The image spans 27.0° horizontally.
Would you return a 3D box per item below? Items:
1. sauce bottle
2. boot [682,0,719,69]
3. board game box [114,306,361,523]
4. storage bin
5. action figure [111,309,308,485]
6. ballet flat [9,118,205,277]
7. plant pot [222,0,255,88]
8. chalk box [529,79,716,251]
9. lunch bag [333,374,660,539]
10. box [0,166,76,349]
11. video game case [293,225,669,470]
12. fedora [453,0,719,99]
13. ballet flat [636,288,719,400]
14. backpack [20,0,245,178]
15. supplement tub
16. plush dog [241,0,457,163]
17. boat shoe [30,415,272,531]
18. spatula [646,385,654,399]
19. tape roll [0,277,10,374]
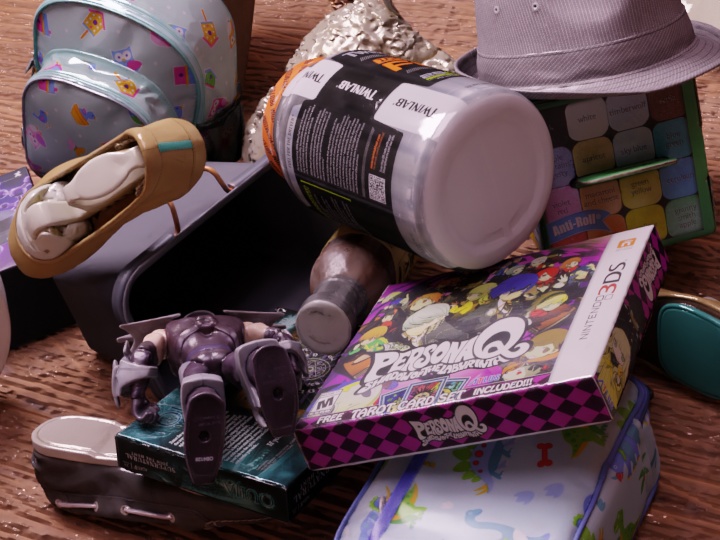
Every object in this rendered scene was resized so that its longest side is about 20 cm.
[{"bbox_3d":[0.000,0.000,1.080,0.064,0.065,0.200,0,24,18],"label":"sauce bottle"},{"bbox_3d":[0.360,-0.243,1.294,0.199,0.072,0.155,-27,38,-7],"label":"boot"},{"bbox_3d":[-0.052,0.089,1.009,0.134,0.028,0.200,12,30,28],"label":"board game box"},{"bbox_3d":[-0.132,-0.011,1.130,0.134,0.146,0.200,11,44,44],"label":"storage bin"},{"bbox_3d":[-0.093,0.066,0.954,0.129,0.070,0.200,-15,14,-10],"label":"action figure"},{"bbox_3d":[-0.193,-0.051,1.033,0.199,0.069,0.063,-30,-10,33],"label":"ballet flat"},{"bbox_3d":[-0.169,-0.238,1.364,0.198,0.176,0.201,-5,23,2],"label":"plant pot"},{"bbox_3d":[0.174,-0.082,1.070,0.124,0.125,0.200,-13,19,1],"label":"chalk box"},{"bbox_3d":[0.082,0.140,0.907,0.159,0.083,0.200,6,41,31],"label":"lunch bag"},{"bbox_3d":[-0.341,0.012,1.211,0.198,0.079,0.141,-22,36,-9],"label":"box"},{"bbox_3d":[0.078,0.046,0.924,0.198,0.036,0.181,-13,23,29],"label":"video game case"},{"bbox_3d":[0.152,-0.182,1.032,0.176,0.091,0.199,-26,23,-32],"label":"fedora"},{"bbox_3d":[0.206,0.033,1.011,0.199,0.069,0.063,19,35,34],"label":"ballet flat"},{"bbox_3d":[-0.189,-0.153,1.233,0.174,0.201,0.154,20,42,15],"label":"backpack"},{"bbox_3d":[0.025,-0.082,1.027,0.122,0.123,0.199,-36,35,-25],"label":"supplement tub"},{"bbox_3d":[-0.026,-0.132,1.212,0.172,0.160,0.200,-49,20,-6],"label":"plush dog"},{"bbox_3d":[-0.130,0.143,1.004,0.198,0.058,0.067,9,28,22],"label":"boat shoe"},{"bbox_3d":[0.113,0.058,1.042,0.199,0.021,0.056,20,29,32],"label":"spatula"},{"bbox_3d":[-0.352,0.043,1.076,0.201,0.204,0.037,-20,38,-7],"label":"tape roll"}]
